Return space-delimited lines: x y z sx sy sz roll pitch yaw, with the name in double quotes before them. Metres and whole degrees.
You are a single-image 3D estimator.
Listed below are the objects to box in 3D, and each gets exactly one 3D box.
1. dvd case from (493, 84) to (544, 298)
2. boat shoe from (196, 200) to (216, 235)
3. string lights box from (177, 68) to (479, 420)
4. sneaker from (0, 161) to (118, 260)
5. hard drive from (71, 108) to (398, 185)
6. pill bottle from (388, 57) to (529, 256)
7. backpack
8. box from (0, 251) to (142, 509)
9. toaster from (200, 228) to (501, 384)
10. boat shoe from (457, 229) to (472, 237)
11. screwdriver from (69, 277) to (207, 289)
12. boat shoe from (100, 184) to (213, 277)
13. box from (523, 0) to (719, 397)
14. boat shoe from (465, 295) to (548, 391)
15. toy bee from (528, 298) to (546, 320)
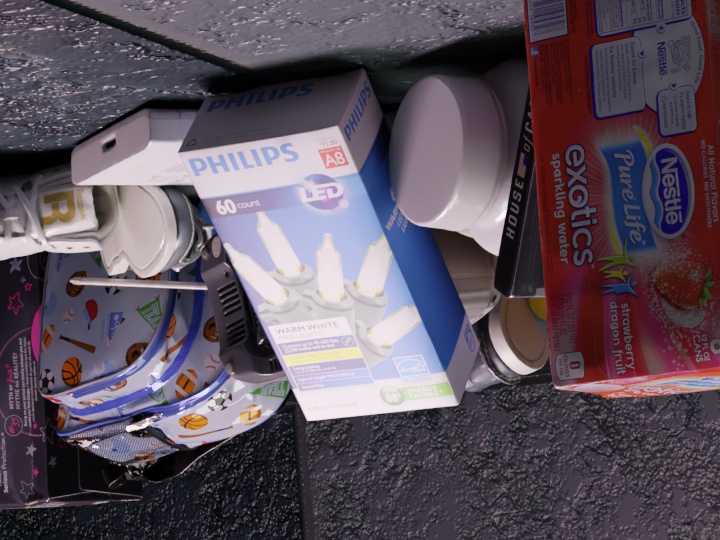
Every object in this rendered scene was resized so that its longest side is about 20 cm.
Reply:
"dvd case" 0.172 -0.059 1.270 0.199 0.151 0.025 -1 -159 -28
"boat shoe" -0.013 -0.036 1.645 0.199 0.085 0.069 12 179 -4
"string lights box" -0.015 -0.011 1.354 0.102 0.201 0.059 -8 -144 25
"sneaker" -0.224 -0.039 1.466 0.115 0.074 0.200 -9 -179 22
"hard drive" -0.060 -0.074 1.446 0.199 0.027 0.132 -1 172 -27
"pill bottle" 0.120 -0.060 1.323 0.199 0.113 0.112 4 169 -29
"backpack" -0.135 0.039 1.729 0.189 0.201 0.154 -12 157 27
"box" -0.255 0.085 1.863 0.114 0.202 0.132 -7 173 30
"toaster" 0.000 0.000 1.514 0.129 0.114 0.200 -4 163 -40
"boat shoe" 0.108 -0.041 1.432 0.069 0.074 0.200 -1 152 47
"screwdriver" -0.102 0.010 1.627 0.198 0.028 0.029 4 169 2
"boat shoe" -0.131 -0.034 1.571 0.061 0.073 0.200 -11 179 -17
"box" 0.147 -0.044 1.127 0.099 0.202 0.095 -10 170 34
"boat shoe" 0.105 0.011 1.672 0.062 0.201 0.075 -28 121 31
"toy bee" 0.148 -0.028 1.620 0.108 0.132 0.200 27 172 -11
